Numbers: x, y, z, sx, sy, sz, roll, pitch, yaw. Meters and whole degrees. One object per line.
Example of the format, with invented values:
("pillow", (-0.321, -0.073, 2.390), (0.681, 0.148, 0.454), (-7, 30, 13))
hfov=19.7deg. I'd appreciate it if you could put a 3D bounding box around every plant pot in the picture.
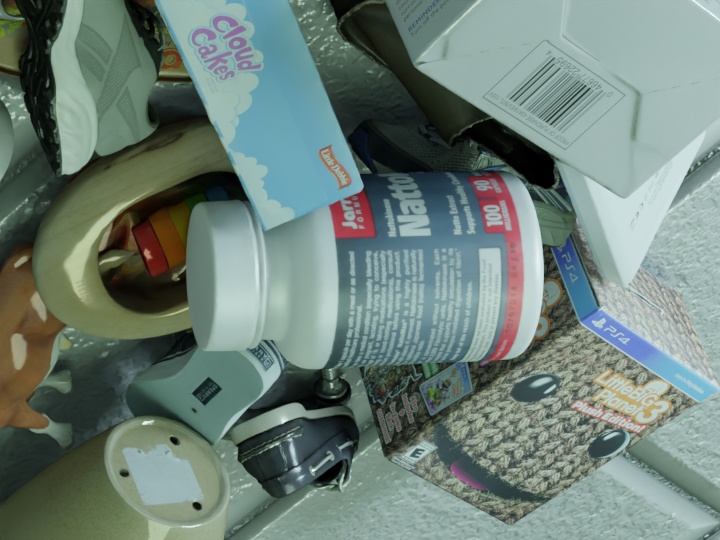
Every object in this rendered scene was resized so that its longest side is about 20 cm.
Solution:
("plant pot", (-0.173, 0.197, 1.438), (0.187, 0.187, 0.200), (9, 136, -30))

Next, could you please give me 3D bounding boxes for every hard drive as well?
("hard drive", (0.179, -0.084, 1.347), (0.132, 0.027, 0.200), (-61, 158, -12))

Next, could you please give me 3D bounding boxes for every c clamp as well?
("c clamp", (-0.048, 0.049, 1.476), (0.171, 0.027, 0.200), (-10, 136, -13))

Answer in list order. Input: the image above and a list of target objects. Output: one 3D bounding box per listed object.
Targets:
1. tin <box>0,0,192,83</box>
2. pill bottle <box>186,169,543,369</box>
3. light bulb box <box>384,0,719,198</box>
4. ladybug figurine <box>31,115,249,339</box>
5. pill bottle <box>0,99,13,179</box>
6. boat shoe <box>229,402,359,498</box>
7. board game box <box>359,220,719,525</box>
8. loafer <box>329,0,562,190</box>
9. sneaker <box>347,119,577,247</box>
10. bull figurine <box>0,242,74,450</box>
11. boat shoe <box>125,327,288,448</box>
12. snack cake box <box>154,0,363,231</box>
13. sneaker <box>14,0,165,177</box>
("tin", (-0.142, -0.164, 1.214), (0.200, 0.042, 0.112), (0, 129, -23))
("pill bottle", (0.000, 0.000, 1.266), (0.200, 0.120, 0.120), (-3, 134, -16))
("light bulb box", (0.104, -0.180, 1.180), (0.125, 0.200, 0.198), (-42, 134, 22))
("ladybug figurine", (-0.117, -0.034, 1.315), (0.200, 0.072, 0.136), (-22, 122, -14))
("pill bottle", (-0.274, -0.095, 1.141), (0.113, 0.113, 0.200), (-31, 159, 9))
("boat shoe", (-0.040, 0.137, 1.489), (0.073, 0.063, 0.200), (-26, 168, 10))
("board game box", (0.128, 0.075, 1.514), (0.200, 0.097, 0.159), (-37, 136, 23))
("loafer", (0.066, -0.117, 1.283), (0.200, 0.071, 0.073), (30, 143, -18))
("sneaker", (0.078, -0.082, 1.376), (0.200, 0.077, 0.085), (11, 118, -41))
("bull figurine", (-0.232, 0.062, 1.386), (0.121, 0.065, 0.200), (13, 129, -37))
("boat shoe", (-0.087, 0.059, 1.415), (0.071, 0.091, 0.200), (45, 148, -8))
("snack cake box", (-0.069, -0.132, 1.165), (0.067, 0.115, 0.200), (-23, 137, 1))
("sneaker", (-0.149, -0.141, 1.164), (0.079, 0.074, 0.200), (-18, 145, -19))
